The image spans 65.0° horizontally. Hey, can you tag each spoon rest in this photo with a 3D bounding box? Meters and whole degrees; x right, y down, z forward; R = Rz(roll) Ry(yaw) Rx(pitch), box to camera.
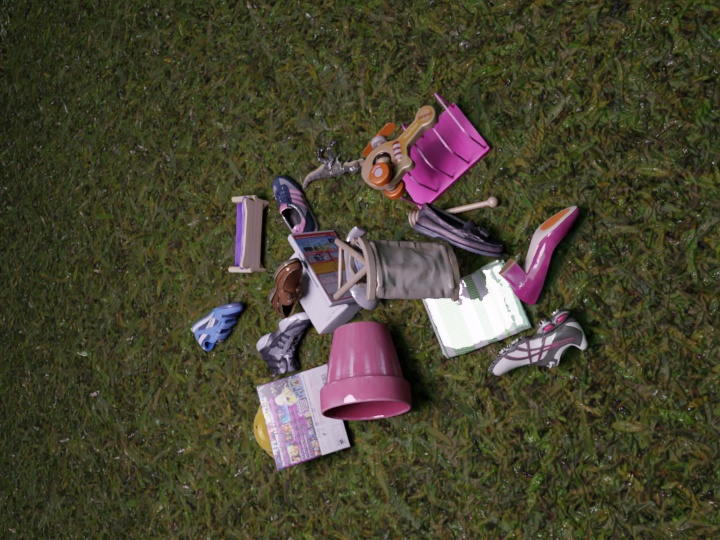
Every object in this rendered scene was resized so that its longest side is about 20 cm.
[{"bbox_3d":[0.000,0.000,1.311,0.060,0.099,0.203,-30,57,36],"label":"spoon rest"}]

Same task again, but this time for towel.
[{"bbox_3d":[0.238,0.084,1.186,0.198,0.023,0.154,-27,73,26],"label":"towel"}]

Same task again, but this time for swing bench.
[{"bbox_3d":[0.069,-0.003,1.152,0.199,0.196,0.132,175,96,-66],"label":"swing bench"}]

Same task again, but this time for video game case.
[{"bbox_3d":[-0.136,0.346,1.343,0.179,0.036,0.202,-17,76,-6],"label":"video game case"},{"bbox_3d":[-0.068,-0.009,1.317,0.017,0.142,0.201,-50,63,37],"label":"video game case"}]

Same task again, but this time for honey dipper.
[{"bbox_3d":[0.199,-0.130,1.219,0.198,0.038,0.039,-12,80,28],"label":"honey dipper"}]

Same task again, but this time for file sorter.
[{"bbox_3d":[0.144,-0.254,1.208,0.200,0.125,0.140,-42,66,23],"label":"file sorter"}]

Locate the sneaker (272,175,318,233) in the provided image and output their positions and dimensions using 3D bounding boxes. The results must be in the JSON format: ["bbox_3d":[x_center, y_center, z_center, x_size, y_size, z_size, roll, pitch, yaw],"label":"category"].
[{"bbox_3d":[-0.180,-0.170,1.433,0.070,0.082,0.201,-45,65,22],"label":"sneaker"}]

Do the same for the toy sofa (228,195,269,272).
[{"bbox_3d":[-0.306,-0.096,1.500,0.082,0.097,0.203,1,88,32],"label":"toy sofa"}]

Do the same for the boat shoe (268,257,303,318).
[{"bbox_3d":[-0.161,0.043,1.304,0.068,0.071,0.201,59,154,19],"label":"boat shoe"}]

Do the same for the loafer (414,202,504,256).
[{"bbox_3d":[0.207,-0.085,1.173,0.198,0.072,0.064,21,110,22],"label":"loafer"}]

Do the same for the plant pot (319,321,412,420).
[{"bbox_3d":[0.007,0.218,1.235,0.198,0.199,0.181,-19,62,30],"label":"plant pot"}]

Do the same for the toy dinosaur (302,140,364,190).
[{"bbox_3d":[-0.079,-0.266,1.400,0.198,0.047,0.090,-11,87,35],"label":"toy dinosaur"}]

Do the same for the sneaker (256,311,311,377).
[{"bbox_3d":[-0.173,0.189,1.411,0.199,0.075,0.115,-37,69,31],"label":"sneaker"}]

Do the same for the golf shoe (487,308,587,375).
[{"bbox_3d":[0.337,0.159,1.089,0.200,0.077,0.089,-41,74,24],"label":"golf shoe"}]

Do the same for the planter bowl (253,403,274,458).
[{"bbox_3d":[-0.206,0.389,1.410,0.198,0.083,0.204,-2,86,32],"label":"planter bowl"}]

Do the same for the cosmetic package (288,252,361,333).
[{"bbox_3d":[-0.093,0.040,1.363,0.113,0.081,0.201,-46,64,23],"label":"cosmetic package"}]

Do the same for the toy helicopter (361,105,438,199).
[{"bbox_3d":[0.077,-0.255,1.148,0.200,0.079,0.133,-47,54,10],"label":"toy helicopter"}]

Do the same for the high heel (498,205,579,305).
[{"bbox_3d":[0.369,-0.028,1.101,0.096,0.067,0.200,42,95,-8],"label":"high heel"}]

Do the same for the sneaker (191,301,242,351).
[{"bbox_3d":[-0.381,0.150,1.547,0.199,0.074,0.083,-36,70,33],"label":"sneaker"}]
